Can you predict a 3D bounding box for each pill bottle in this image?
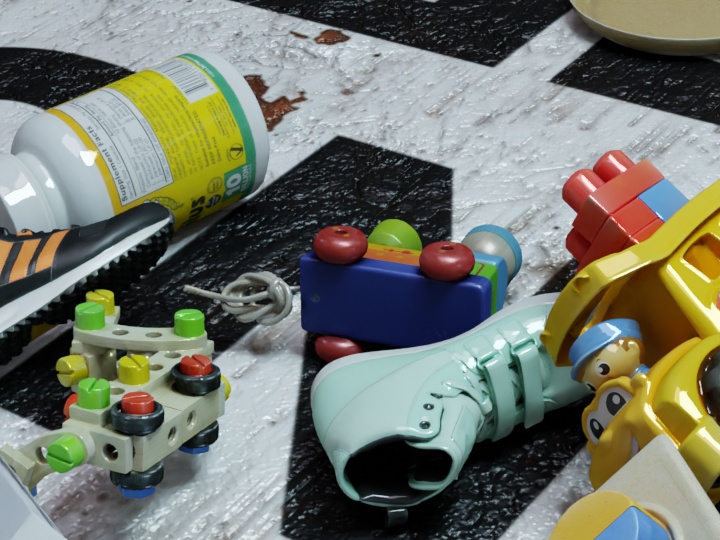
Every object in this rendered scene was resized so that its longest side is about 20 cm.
[{"bbox_3d":[-0.171,-0.069,1.228,0.199,0.114,0.112,-27,39,-32],"label":"pill bottle"}]

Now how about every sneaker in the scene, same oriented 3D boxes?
[{"bbox_3d":[-0.214,-0.005,1.117,0.199,0.070,0.090,-33,78,-17],"label":"sneaker"},{"bbox_3d":[0.074,0.081,0.998,0.199,0.074,0.118,-16,26,1],"label":"sneaker"}]

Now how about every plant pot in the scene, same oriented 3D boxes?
[{"bbox_3d":[0.274,-0.227,1.496,0.198,0.028,0.201,-4,32,2],"label":"plant pot"}]

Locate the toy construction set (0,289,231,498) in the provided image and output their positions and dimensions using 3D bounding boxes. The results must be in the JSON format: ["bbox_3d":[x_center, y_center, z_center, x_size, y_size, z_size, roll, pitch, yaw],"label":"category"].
[{"bbox_3d":[-0.151,0.081,1.012,0.130,0.093,0.200,11,36,23],"label":"toy construction set"}]

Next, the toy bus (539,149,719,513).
[{"bbox_3d":[0.167,0.030,0.949,0.192,0.136,0.200,44,52,13],"label":"toy bus"}]

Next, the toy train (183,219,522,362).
[{"bbox_3d":[0.000,0.000,1.137,0.198,0.085,0.116,9,25,20],"label":"toy train"}]

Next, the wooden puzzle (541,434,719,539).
[{"bbox_3d":[0.094,0.180,0.780,0.185,0.046,0.200,-44,29,13],"label":"wooden puzzle"}]

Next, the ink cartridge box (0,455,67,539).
[{"bbox_3d":[-0.247,0.134,0.873,0.199,0.126,0.129,22,63,30],"label":"ink cartridge box"}]
